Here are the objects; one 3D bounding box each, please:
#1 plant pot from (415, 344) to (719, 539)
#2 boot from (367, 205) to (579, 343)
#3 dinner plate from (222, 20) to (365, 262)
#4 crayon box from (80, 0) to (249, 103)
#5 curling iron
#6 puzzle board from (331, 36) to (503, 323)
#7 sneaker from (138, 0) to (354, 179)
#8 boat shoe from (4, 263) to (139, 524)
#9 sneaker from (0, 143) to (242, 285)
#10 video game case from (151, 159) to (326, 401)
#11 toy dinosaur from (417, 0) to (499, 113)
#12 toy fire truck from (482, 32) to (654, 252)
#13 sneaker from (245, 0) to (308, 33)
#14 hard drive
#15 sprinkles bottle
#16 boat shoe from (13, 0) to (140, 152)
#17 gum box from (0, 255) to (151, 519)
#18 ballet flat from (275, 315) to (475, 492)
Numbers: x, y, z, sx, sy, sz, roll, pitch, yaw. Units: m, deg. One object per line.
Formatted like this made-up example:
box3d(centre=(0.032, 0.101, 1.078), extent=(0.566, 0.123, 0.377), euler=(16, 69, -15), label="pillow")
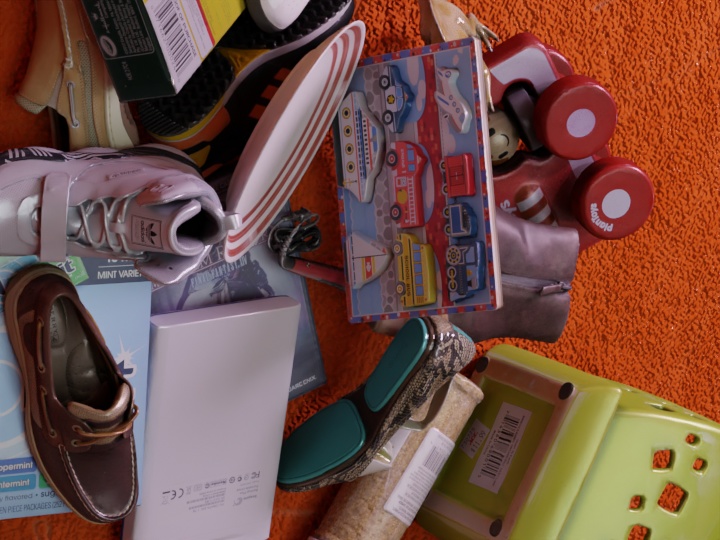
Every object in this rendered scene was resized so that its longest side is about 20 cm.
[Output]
box3d(centre=(0.173, 0.177, 1.906), extent=(0.181, 0.199, 0.200), euler=(28, 86, -32), label="plant pot")
box3d(centre=(0.092, -0.037, 1.810), extent=(0.166, 0.072, 0.201), euler=(1, 104, -22), label="boot")
box3d(centre=(-0.055, -0.097, 1.675), extent=(0.024, 0.200, 0.201), euler=(29, 83, 5), label="dinner plate")
box3d(centre=(-0.131, -0.220, 1.617), extent=(0.200, 0.051, 0.127), euler=(-58, 135, -52), label="crayon box")
box3d(centre=(0.000, 0.000, 1.816), extent=(0.200, 0.026, 0.050), euler=(26, 89, -45), label="curling iron")
box3d(centre=(0.036, -0.065, 1.727), extent=(0.017, 0.150, 0.201), euler=(-2, 86, -48), label="puzzle board")
box3d(centre=(-0.081, -0.139, 1.717), extent=(0.200, 0.070, 0.090), euler=(-42, 145, -25), label="sneaker")
box3d(centre=(-0.193, 0.095, 1.617), extent=(0.072, 0.072, 0.201), euler=(-21, 113, -25), label="boat shoe")
box3d(centre=(-0.180, -0.037, 1.567), extent=(0.199, 0.115, 0.075), euler=(-9, 113, -29), label="sneaker")
box3d(centre=(-0.104, 0.023, 1.766), extent=(0.143, 0.019, 0.201), euler=(-25, 117, -29), label="video game case")
box3d(centre=(0.064, -0.187, 1.767), extent=(0.058, 0.200, 0.101), euler=(-27, 163, 10), label="toy dinosaur")
box3d(centre=(0.128, -0.081, 1.861), extent=(0.168, 0.112, 0.200), euler=(-32, 120, -4), label="toy fire truck")
box3d(centre=(-0.009, -0.264, 1.667), extent=(0.067, 0.108, 0.202), euler=(43, 60, -52), label="sneaker")
box3d(centre=(-0.115, 0.122, 1.754), extent=(0.132, 0.025, 0.201), euler=(-8, 116, -38), label="hard drive")
box3d(centre=(0.024, 0.169, 1.869), extent=(0.068, 0.068, 0.200), euler=(37, 80, -37), label="sprinkles bottle")
box3d(centre=(-0.207, -0.132, 1.618), extent=(0.076, 0.072, 0.201), euler=(-21, 115, -18), label="boat shoe")
box3d(centre=(-0.237, 0.076, 1.656), extent=(0.169, 0.045, 0.201), euler=(-4, 105, -29), label="gum box")
box3d(centre=(0.018, 0.115, 1.802), extent=(0.075, 0.068, 0.200), euler=(26, 120, -36), label="ballet flat")
